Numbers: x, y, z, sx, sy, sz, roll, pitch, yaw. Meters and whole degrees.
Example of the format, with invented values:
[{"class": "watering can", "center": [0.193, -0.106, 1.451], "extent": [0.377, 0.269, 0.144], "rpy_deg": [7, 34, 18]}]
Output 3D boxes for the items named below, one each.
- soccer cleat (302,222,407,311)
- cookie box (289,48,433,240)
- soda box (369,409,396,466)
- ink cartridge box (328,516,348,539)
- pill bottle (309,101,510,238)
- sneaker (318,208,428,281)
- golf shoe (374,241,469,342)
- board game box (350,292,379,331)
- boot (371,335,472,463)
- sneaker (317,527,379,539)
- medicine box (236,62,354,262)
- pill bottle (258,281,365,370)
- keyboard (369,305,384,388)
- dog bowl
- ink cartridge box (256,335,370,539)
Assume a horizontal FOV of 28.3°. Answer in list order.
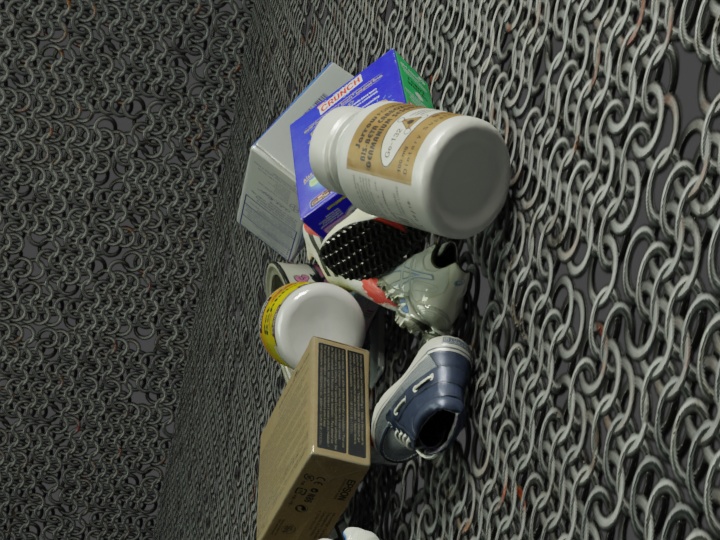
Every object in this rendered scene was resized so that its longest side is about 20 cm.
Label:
[{"class": "soccer cleat", "center": [0.000, 0.000, 1.709], "extent": [0.200, 0.068, 0.086], "rpy_deg": [39, 139, 34]}, {"class": "cookie box", "center": [0.007, -0.145, 1.691], "extent": [0.170, 0.075, 0.201], "rpy_deg": [-35, 35, 19]}, {"class": "soda box", "center": [-0.010, 0.204, 1.740], "extent": [0.200, 0.068, 0.064], "rpy_deg": [153, 125, -73]}, {"class": "ink cartridge box", "center": [-0.064, 0.325, 1.746], "extent": [0.201, 0.067, 0.116], "rpy_deg": [66, 152, 26]}, {"class": "pill bottle", "center": [0.042, -0.106, 1.412], "extent": [0.199, 0.114, 0.116], "rpy_deg": [19, 101, 49]}, {"class": "sneaker", "center": [0.042, -0.063, 1.563], "extent": [0.199, 0.070, 0.094], "rpy_deg": [-36, 13, 31]}, {"class": "golf shoe", "center": [0.076, 0.010, 1.536], "extent": [0.098, 0.078, 0.200], "rpy_deg": [-57, 20, 9]}, {"class": "board game box", "center": [0.009, -0.052, 1.834], "extent": [0.201, 0.043, 0.200], "rpy_deg": [-97, 24, -46]}, {"class": "boot", "center": [0.056, 0.159, 1.458], "extent": [0.201, 0.072, 0.091], "rpy_deg": [113, 169, -46]}, {"class": "sneaker", "center": [-0.013, 0.351, 1.485], "extent": [0.147, 0.080, 0.201], "rpy_deg": [52, 134, 20]}, {"class": "medicine box", "center": [-0.066, -0.143, 1.921], "extent": [0.182, 0.103, 0.200], "rpy_deg": [-50, -8, -28]}, {"class": "pill bottle", "center": [-0.064, 0.068, 1.739], "extent": [0.200, 0.108, 0.111], "rpy_deg": [178, 101, -78]}, {"class": "keyboard", "center": [0.022, 0.050, 1.836], "extent": [0.056, 0.011, 0.202], "rpy_deg": [110, 164, -58]}, {"class": "dog bowl", "center": [-0.068, 0.080, 1.948], "extent": [0.200, 0.073, 0.202], "rpy_deg": [168, 90, -76]}, {"class": "ink cartridge box", "center": [-0.054, 0.202, 1.610], "extent": [0.201, 0.074, 0.166], "rpy_deg": [118, 160, -44]}]
